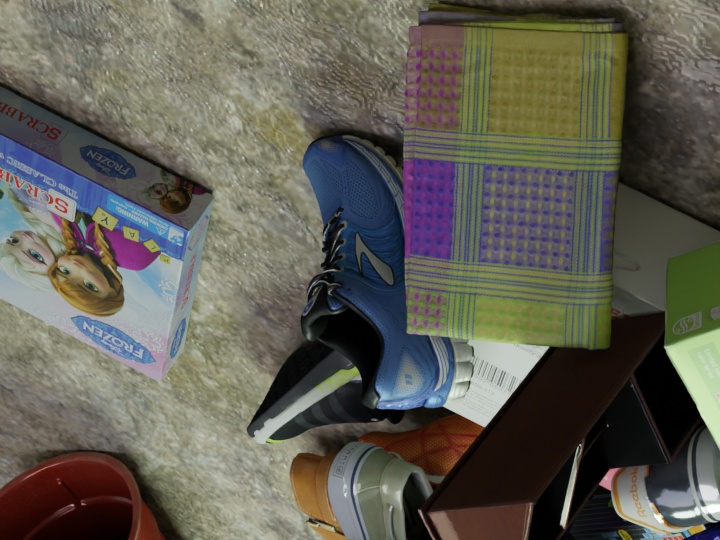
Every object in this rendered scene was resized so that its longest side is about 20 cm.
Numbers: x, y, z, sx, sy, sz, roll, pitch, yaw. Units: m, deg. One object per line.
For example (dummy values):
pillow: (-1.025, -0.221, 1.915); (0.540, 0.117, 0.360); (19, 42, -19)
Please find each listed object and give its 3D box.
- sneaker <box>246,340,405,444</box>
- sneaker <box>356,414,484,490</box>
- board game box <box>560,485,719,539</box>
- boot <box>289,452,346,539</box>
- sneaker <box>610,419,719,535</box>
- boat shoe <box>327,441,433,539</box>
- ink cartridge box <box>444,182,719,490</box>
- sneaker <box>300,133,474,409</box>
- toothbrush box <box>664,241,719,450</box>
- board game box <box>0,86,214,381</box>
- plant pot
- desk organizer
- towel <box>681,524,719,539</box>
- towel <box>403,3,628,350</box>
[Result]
sneaker: (-0.011, 0.093, 1.751); (0.083, 0.072, 0.200); (37, 145, -11)
sneaker: (0.085, 0.130, 1.721); (0.200, 0.077, 0.073); (2, 151, 36)
board game box: (0.237, 0.230, 1.737); (0.165, 0.057, 0.200); (-14, 124, 45)
boot: (0.037, 0.215, 1.862); (0.155, 0.074, 0.200); (2, 122, 34)
sneaker: (0.217, 0.118, 1.517); (0.079, 0.200, 0.079); (-14, 85, 27)
boat shoe: (0.035, 0.200, 1.722); (0.062, 0.072, 0.200); (16, 148, 37)
ink cartridge box: (0.141, 0.034, 1.553); (0.146, 0.083, 0.200); (27, 143, 8)
sneaker: (0.000, 0.000, 1.560); (0.079, 0.089, 0.200); (113, 139, -56)
toothbrush box: (0.292, 0.040, 1.387); (0.200, 0.086, 0.146); (-19, 123, 23)
board game box: (-0.213, -0.028, 1.788); (0.200, 0.041, 0.200); (27, 144, 9)
plant pot: (-0.219, 0.291, 2.057); (0.201, 0.201, 0.195); (0, 141, 38)
desk organizer: (0.123, 0.106, 1.404); (0.077, 0.200, 0.072); (-10, 115, 39)
towel: (0.266, 0.181, 1.551); (0.148, 0.200, 0.050); (-37, 68, 53)
towel: (0.091, -0.057, 1.442); (0.144, 0.023, 0.200); (5, 97, 30)
